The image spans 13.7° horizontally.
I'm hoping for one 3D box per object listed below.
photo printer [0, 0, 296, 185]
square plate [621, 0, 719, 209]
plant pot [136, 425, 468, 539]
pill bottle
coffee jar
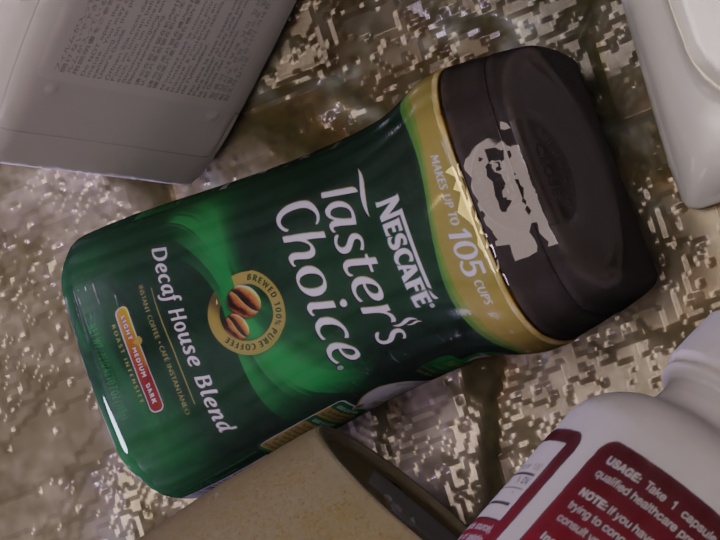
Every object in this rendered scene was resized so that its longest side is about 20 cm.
[{"bbox_3d":[-0.089,-0.113,1.039,0.069,0.200,0.167,30,101,21],"label":"photo printer"},{"bbox_3d":[0.166,-0.147,1.022,0.197,0.028,0.201,-21,80,22],"label":"square plate"},{"bbox_3d":[-0.041,0.159,1.031,0.187,0.187,0.200,41,96,19],"label":"plant pot"},{"bbox_3d":[0.079,0.113,0.936,0.113,0.113,0.200,38,77,20],"label":"pill bottle"},{"bbox_3d":[0.000,0.000,1.058,0.199,0.085,0.105,-24,80,20],"label":"coffee jar"}]
